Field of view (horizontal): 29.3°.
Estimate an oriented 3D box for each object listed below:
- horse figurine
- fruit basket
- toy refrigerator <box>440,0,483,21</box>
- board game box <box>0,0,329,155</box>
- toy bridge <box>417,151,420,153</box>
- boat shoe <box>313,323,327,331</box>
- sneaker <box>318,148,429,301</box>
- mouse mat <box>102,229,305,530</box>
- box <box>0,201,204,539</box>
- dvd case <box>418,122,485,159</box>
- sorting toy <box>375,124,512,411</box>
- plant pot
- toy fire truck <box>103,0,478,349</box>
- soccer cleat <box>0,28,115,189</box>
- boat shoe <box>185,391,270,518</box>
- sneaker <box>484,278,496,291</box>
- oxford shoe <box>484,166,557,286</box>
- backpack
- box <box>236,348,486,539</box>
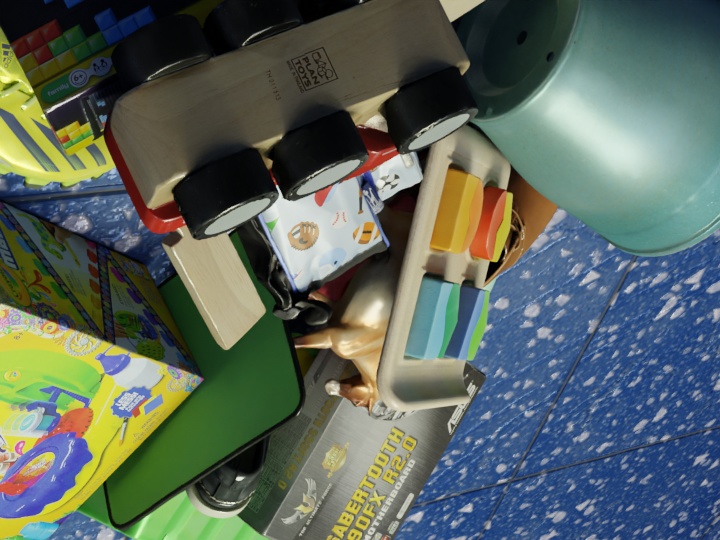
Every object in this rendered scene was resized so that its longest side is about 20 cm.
[{"bbox_3d":[0.000,0.000,0.988,0.131,0.050,0.202,23,98,-21],"label":"horse figurine"},{"bbox_3d":[-0.121,0.131,1.117,0.215,0.154,0.218,-27,125,-47],"label":"fruit basket"},{"bbox_3d":[0.073,-0.230,0.904,0.199,0.070,0.076,-33,152,-2],"label":"toy refrigerator"},{"bbox_3d":[-0.106,-0.181,0.724,0.199,0.166,0.057,-29,163,-8],"label":"board game box"},{"bbox_3d":[-0.028,-0.068,1.016,0.198,0.027,0.068,-23,142,-13],"label":"toy bridge"},{"bbox_3d":[-0.026,0.116,1.183,0.070,0.064,0.201,21,144,2],"label":"boat shoe"},{"bbox_3d":[0.036,-0.025,1.066,0.199,0.087,0.074,-27,146,-9],"label":"sneaker"},{"bbox_3d":[-0.124,0.074,0.980,0.199,0.162,0.007,-34,146,26],"label":"mouse mat"},{"bbox_3d":[-0.254,0.075,0.946,0.200,0.122,0.192,-45,142,14],"label":"box"},{"bbox_3d":[0.034,-0.103,1.062,0.199,0.016,0.149,8,128,-43],"label":"dvd case"},{"bbox_3d":[0.069,-0.003,0.975,0.185,0.036,0.203,9,90,-70],"label":"sorting toy"},{"bbox_3d":[0.172,-0.135,0.999,0.187,0.201,0.201,21,119,-33],"label":"plant pot"},{"bbox_3d":[-0.044,-0.053,0.727,0.175,0.130,0.200,-25,173,-22],"label":"toy fire truck"},{"bbox_3d":[-0.213,-0.104,0.821,0.199,0.065,0.084,11,123,-45],"label":"soccer cleat"},{"bbox_3d":[-0.093,0.075,1.009,0.074,0.201,0.066,15,147,-17],"label":"boat shoe"},{"bbox_3d":[0.022,0.046,1.183,0.139,0.078,0.202,0,123,-37],"label":"sneaker"},{"bbox_3d":[0.113,-0.029,1.119,0.200,0.071,0.072,-44,106,-26],"label":"oxford shoe"},{"bbox_3d":[-0.060,-0.100,0.853,0.154,0.200,0.191,-40,137,-4],"label":"backpack"},{"bbox_3d":[0.002,0.136,1.110,0.201,0.048,0.158,-59,140,-5],"label":"box"}]
